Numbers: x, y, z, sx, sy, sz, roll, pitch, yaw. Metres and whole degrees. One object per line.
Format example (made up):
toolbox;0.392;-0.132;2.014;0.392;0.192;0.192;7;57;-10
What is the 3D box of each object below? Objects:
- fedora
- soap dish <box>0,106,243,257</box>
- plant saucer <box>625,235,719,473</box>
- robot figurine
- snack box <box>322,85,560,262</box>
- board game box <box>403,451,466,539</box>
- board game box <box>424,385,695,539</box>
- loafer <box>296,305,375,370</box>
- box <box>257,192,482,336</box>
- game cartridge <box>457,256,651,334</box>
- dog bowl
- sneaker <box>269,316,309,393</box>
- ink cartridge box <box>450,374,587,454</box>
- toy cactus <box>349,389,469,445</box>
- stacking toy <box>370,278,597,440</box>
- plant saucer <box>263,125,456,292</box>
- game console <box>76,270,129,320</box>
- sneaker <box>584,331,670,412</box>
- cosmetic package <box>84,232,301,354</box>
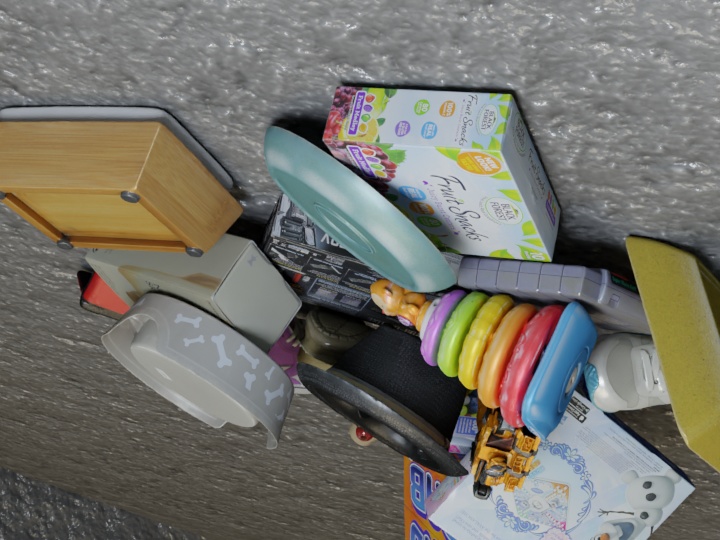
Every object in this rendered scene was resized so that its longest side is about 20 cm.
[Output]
fedora;0.037;0.108;1.269;0.199;0.092;0.201;30;169;6
soap dish;-0.227;-0.077;1.234;0.198;0.082;0.157;3;157;25
plant saucer;0.308;0.081;1.173;0.048;0.202;0.200;-27;141;24
robot figurine;0.144;0.120;1.304;0.058;0.201;0.146;14;130;0
snack box;0.070;-0.073;1.088;0.141;0.054;0.200;4;159;22
board game box;0.174;0.287;1.575;0.198;0.202;0.200;-5;-167;-17
board game box;0.203;0.230;1.417;0.199;0.199;0.043;38;-170;-15
loafer;-0.027;0.078;1.400;0.075;0.068;0.200;18;-176;1
box;0.000;0.000;1.329;0.198;0.050;0.158;17;160;-7
game cartridge;0.192;0.023;1.226;0.129;0.039;0.199;0;168;37
dog bowl;-0.151;0.094;1.329;0.199;0.059;0.200;29;161;11
sneaker;-0.065;0.077;1.509;0.199;0.073;0.115;-10;139;-31
ink cartridge box;0.170;0.144;1.490;0.198;0.120;0.042;5;156;21
toy cactus;0.047;0.136;1.450;0.102;0.200;0.165;48;133;9
stacking toy;0.093;0.055;1.186;0.199;0.111;0.116;24;171;20
plant saucer;-0.007;-0.043;1.132;0.200;0.027;0.200;39;173;6
game console;-0.206;0.015;1.552;0.198;0.119;0.173;21;128;-19
sneaker;0.289;0.091;1.303;0.199;0.077;0.080;-1;170;-40
cosmetic package;-0.165;0.009;1.345;0.199;0.071;0.105;14;152;43
